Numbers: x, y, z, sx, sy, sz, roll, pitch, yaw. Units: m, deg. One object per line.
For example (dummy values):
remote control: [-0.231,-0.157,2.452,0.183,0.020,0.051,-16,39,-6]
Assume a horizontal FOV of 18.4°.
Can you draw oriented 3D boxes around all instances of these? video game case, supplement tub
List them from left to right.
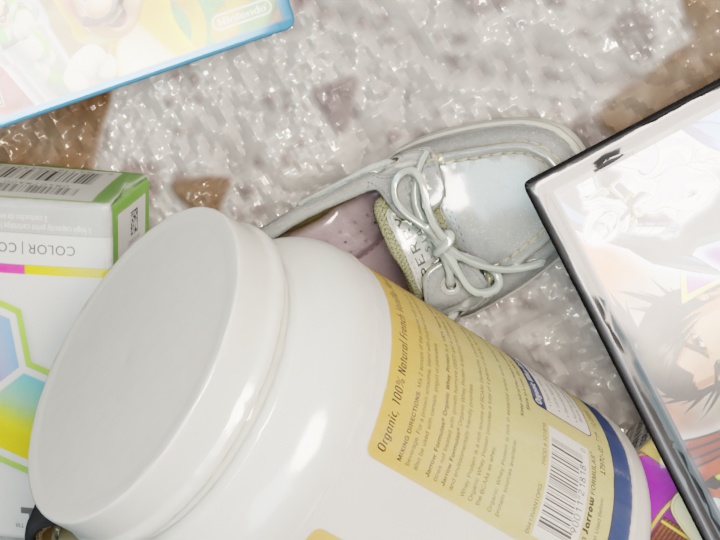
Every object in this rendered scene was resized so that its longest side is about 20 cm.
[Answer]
video game case: [-0.120,-0.167,0.846,0.142,0.018,0.201,-20,102,-12]
supplement tub: [-0.007,0.077,0.813,0.199,0.145,0.144,32,113,-29]
video game case: [0.185,0.015,0.828,0.180,0.026,0.201,-27,94,3]

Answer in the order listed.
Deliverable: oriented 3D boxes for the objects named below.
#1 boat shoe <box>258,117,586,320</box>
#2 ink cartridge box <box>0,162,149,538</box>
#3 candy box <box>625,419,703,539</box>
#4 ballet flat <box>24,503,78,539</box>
boat shoe: [-0.001,-0.001,0.876,0.201,0.065,0.075,-18,101,17]
ink cartridge box: [-0.145,0.058,0.929,0.103,0.059,0.202,5,107,10]
candy box: [0.097,0.164,0.906,0.117,0.056,0.200,43,111,-2]
ballet flat: [-0.085,0.166,0.886,0.072,0.073,0.201,-13,108,16]
